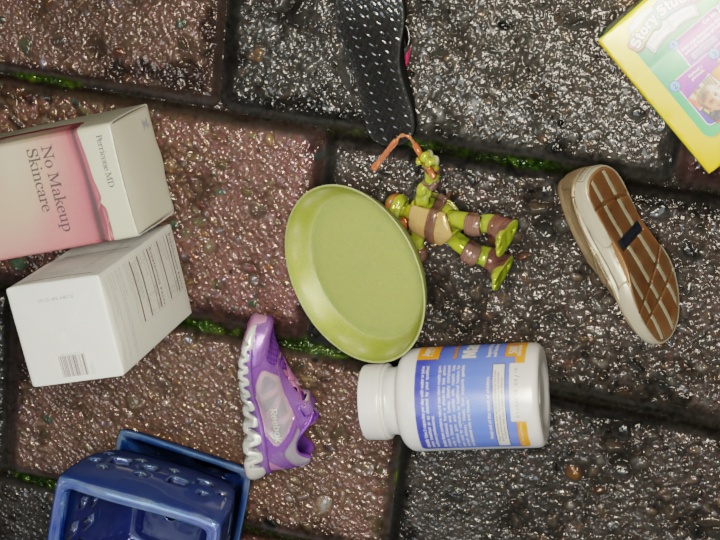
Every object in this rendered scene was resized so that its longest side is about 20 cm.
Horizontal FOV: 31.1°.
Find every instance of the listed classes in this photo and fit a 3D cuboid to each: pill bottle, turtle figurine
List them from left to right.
[{"bbox_3d":[0.084,-0.040,1.367,0.160,0.064,0.202,25,125,22],"label":"turtle figurine"},{"bbox_3d":[0.100,0.137,1.394,0.197,0.112,0.114,-3,107,15],"label":"pill bottle"}]

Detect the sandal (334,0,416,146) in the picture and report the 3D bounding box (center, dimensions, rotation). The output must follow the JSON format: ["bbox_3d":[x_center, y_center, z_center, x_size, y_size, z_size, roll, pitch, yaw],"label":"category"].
[{"bbox_3d":[0.021,-0.228,1.341,0.074,0.045,0.202,2,122,19],"label":"sandal"}]

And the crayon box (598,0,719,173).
[{"bbox_3d":[0.358,-0.225,1.241,0.199,0.058,0.173,-40,93,22],"label":"crayon box"}]

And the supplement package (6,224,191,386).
[{"bbox_3d":[-0.278,0.034,1.410,0.112,0.200,0.111,-8,105,17],"label":"supplement package"}]

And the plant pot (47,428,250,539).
[{"bbox_3d":[-0.238,0.308,1.499,0.197,0.180,0.203,15,111,9],"label":"plant pot"}]

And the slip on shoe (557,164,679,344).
[{"bbox_3d":[0.264,-0.015,1.335,0.060,0.076,0.201,-6,121,57],"label":"slip on shoe"}]

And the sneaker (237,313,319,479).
[{"bbox_3d":[-0.091,0.143,1.469,0.087,0.081,0.203,0,112,7],"label":"sneaker"}]

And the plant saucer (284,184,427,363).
[{"bbox_3d":[0.000,0.000,1.384,0.198,0.031,0.203,23,126,35],"label":"plant saucer"}]

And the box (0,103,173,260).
[{"bbox_3d":[-0.326,-0.096,1.431,0.197,0.109,0.130,-9,105,17],"label":"box"}]
